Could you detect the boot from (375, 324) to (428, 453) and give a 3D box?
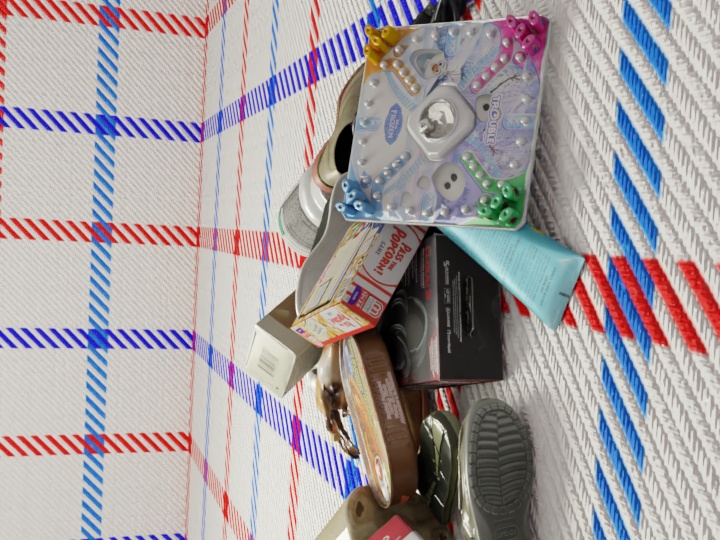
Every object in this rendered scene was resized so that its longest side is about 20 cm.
[{"bbox_3d":[0.039,0.137,1.107,0.074,0.075,0.202,133,135,-60],"label":"boot"}]

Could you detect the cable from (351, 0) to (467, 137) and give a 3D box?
[{"bbox_3d":[0.059,-0.221,0.987,0.201,0.051,0.163,-54,12,3],"label":"cable"}]

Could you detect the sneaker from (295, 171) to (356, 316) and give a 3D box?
[{"bbox_3d":[-0.032,-0.022,1.169,0.099,0.070,0.202,112,176,-85],"label":"sneaker"}]

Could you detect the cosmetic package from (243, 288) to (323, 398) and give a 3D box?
[{"bbox_3d":[-0.065,0.069,1.241,0.071,0.200,0.106,35,136,14],"label":"cosmetic package"}]

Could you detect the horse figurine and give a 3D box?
[{"bbox_3d":[-0.026,0.132,1.141,0.133,0.049,0.202,-137,48,-72],"label":"horse figurine"}]

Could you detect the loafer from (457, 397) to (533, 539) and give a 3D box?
[{"bbox_3d":[0.119,0.223,0.855,0.070,0.074,0.202,156,114,-65],"label":"loafer"}]

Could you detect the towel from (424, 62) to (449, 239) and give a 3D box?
[{"bbox_3d":[0.090,-0.113,0.970,0.149,0.049,0.200,66,154,10],"label":"towel"}]

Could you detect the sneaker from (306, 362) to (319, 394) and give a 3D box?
[{"bbox_3d":[-0.017,0.170,1.229,0.200,0.099,0.076,-155,69,-68],"label":"sneaker"}]

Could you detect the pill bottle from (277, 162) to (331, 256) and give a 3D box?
[{"bbox_3d":[-0.046,-0.097,1.321,0.200,0.112,0.114,142,128,-67],"label":"pill bottle"}]

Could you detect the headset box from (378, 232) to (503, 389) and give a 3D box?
[{"bbox_3d":[0.084,0.049,0.976,0.200,0.076,0.151,152,118,-70],"label":"headset box"}]

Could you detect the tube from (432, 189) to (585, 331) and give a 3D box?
[{"bbox_3d":[0.126,-0.031,0.854,0.200,0.050,0.078,44,137,38],"label":"tube"}]

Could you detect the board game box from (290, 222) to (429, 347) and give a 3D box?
[{"bbox_3d":[0.000,0.000,1.003,0.152,0.046,0.200,-60,11,-18],"label":"board game box"}]

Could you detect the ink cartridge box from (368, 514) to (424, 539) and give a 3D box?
[{"bbox_3d":[0.080,0.337,0.841,0.146,0.083,0.200,54,169,-16],"label":"ink cartridge box"}]

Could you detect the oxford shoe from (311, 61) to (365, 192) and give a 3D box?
[{"bbox_3d":[0.003,-0.198,1.207,0.075,0.070,0.202,-15,53,66],"label":"oxford shoe"}]

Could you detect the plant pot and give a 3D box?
[{"bbox_3d":[0.009,0.350,1.030,0.185,0.199,0.201,-65,28,27],"label":"plant pot"}]

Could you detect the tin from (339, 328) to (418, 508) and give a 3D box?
[{"bbox_3d":[0.019,0.158,0.999,0.112,0.041,0.202,105,152,-64],"label":"tin"}]

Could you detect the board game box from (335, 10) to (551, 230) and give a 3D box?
[{"bbox_3d":[0.073,-0.144,0.866,0.198,0.026,0.202,5,83,34],"label":"board game box"}]

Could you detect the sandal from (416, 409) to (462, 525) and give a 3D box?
[{"bbox_3d":[0.094,0.208,0.955,0.080,0.057,0.202,56,157,26],"label":"sandal"}]
